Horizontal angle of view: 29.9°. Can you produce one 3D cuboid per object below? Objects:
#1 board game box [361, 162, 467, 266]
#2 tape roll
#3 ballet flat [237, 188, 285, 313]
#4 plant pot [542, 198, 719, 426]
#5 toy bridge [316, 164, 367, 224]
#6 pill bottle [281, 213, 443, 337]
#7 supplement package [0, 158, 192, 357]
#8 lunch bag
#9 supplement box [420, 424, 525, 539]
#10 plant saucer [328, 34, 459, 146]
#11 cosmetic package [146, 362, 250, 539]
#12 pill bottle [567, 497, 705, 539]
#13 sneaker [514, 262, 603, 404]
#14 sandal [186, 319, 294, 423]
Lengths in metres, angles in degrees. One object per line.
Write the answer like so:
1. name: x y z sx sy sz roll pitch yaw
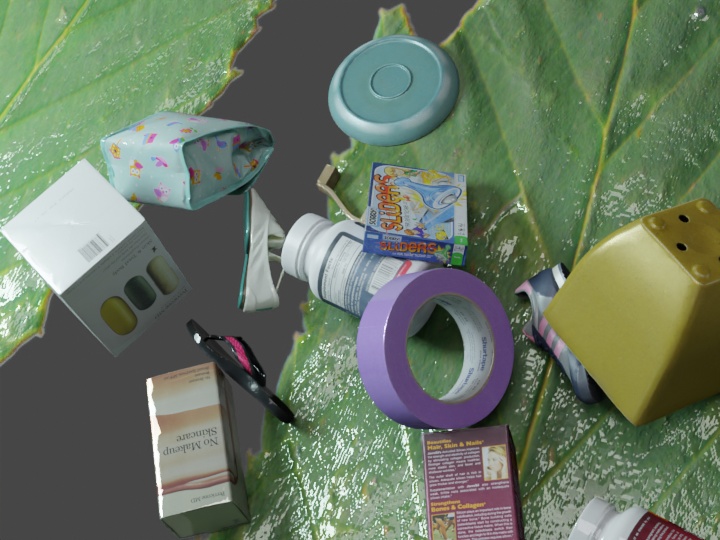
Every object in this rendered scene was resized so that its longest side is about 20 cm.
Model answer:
1. board game box: 0.075 -0.078 1.809 0.135 0.035 0.200 7 31 -1
2. tape roll: 0.095 0.099 1.690 0.066 0.200 0.200 -9 49 58
3. ballet flat: -0.136 -0.025 1.894 0.069 0.069 0.200 -7 56 10
4. plant pot: 0.375 0.030 1.616 0.194 0.200 0.196 -17 55 -30
5. toy bridge: 0.023 -0.088 1.906 0.200 0.027 0.067 23 72 24
6. pill bottle: 0.000 0.000 1.810 0.200 0.120 0.120 25 70 25
7. supplement package: -0.359 -0.014 1.858 0.152 0.200 0.151 -42 61 -10
8. lunch bag: -0.243 -0.166 1.941 0.170 0.122 0.200 8 25 34
9. supplement box: 0.139 0.297 1.631 0.110 0.086 0.200 -8 61 10
10. plant saucer: 0.046 -0.276 2.005 0.200 0.027 0.200 -6 60 11
11. cosmetic package: -0.213 0.233 1.752 0.103 0.087 0.200 -15 59 4
12. pill bottle: 0.340 0.342 1.541 0.200 0.113 0.113 26 71 24
13. sneaker: 0.256 0.091 1.737 0.082 0.070 0.200 -23 55 20
14. sandal: -0.153 0.126 1.804 0.200 0.075 0.045 40 93 21
